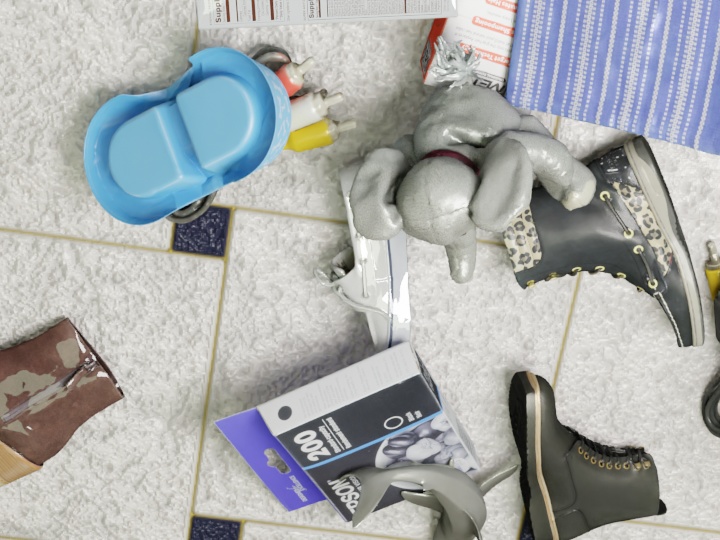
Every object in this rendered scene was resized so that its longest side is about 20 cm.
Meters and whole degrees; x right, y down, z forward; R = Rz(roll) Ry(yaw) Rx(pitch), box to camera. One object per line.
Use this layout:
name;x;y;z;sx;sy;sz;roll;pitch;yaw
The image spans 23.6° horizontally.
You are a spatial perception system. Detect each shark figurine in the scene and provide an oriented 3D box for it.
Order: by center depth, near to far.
shark figurine;0.081;0.225;1.604;0.127;0.090;0.214;-30;145;16

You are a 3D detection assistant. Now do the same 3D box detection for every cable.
cable;-0.106;-0.117;1.489;0.199;0.050;0.098;-31;106;13
cable;0.358;0.072;1.592;0.050;0.097;0.202;-32;128;-32

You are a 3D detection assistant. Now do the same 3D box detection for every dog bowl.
dog bowl;-0.143;-0.113;1.462;0.199;0.049;0.113;-24;84;27

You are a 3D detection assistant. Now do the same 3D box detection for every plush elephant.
plush elephant;0.083;-0.068;1.414;0.163;0.156;0.201;4;146;29

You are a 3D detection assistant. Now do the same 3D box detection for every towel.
towel;0.215;-0.178;1.382;0.198;0.024;0.146;15;118;19

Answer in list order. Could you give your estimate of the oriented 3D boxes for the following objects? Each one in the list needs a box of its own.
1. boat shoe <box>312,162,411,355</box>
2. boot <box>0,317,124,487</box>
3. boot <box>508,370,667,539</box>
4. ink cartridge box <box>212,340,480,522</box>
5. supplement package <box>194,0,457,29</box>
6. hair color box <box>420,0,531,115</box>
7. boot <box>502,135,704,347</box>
boat shoe;0.000;0.001;1.544;0.085;0.075;0.204;-4;114;-1
boot;-0.336;0.091;1.592;0.166;0.072;0.201;-37;111;2
boot;0.217;0.167;1.641;0.137;0.078;0.202;-12;129;-1
ink cartridge box;-0.009;0.163;1.596;0.198;0.044;0.199;-22;142;9
supplement package;-0.030;-0.288;1.338;0.197;0.192;0.149;-3;115;-1
hair color box;0.127;-0.242;1.439;0.100;0.061;0.202;16;114;-10
boot;0.218;-0.006;1.552;0.152;0.074;0.205;-19;111;10
